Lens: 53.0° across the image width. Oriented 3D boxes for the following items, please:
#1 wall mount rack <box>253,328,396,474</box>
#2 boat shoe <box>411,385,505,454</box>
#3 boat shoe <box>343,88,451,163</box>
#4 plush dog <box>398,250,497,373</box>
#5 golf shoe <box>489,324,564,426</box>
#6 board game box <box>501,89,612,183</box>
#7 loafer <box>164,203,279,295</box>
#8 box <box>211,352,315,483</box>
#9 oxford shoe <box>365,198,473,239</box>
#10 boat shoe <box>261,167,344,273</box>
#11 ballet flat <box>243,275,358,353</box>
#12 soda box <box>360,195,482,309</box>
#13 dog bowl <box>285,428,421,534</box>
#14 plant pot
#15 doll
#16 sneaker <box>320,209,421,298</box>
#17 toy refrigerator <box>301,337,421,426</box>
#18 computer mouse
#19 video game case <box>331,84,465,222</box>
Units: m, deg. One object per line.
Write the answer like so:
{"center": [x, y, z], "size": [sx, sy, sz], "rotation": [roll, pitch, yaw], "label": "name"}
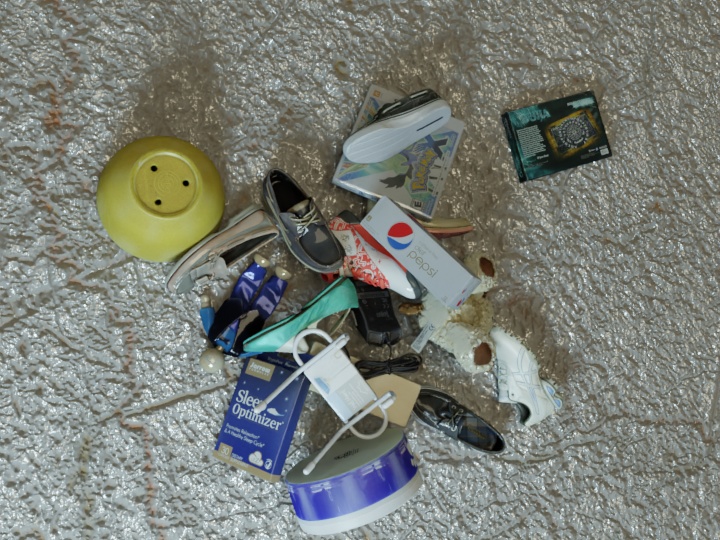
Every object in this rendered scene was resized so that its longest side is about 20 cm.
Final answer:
{"center": [-0.051, 0.192, 1.072], "size": [0.174, 0.075, 0.200], "rotation": [-38, 94, -1], "label": "wall mount rack"}
{"center": [0.168, 0.263, 1.252], "size": [0.200, 0.066, 0.070], "rotation": [36, 76, -13], "label": "boat shoe"}
{"center": [0.053, -0.243, 1.211], "size": [0.199, 0.072, 0.071], "rotation": [-25, 56, -15], "label": "boat shoe"}
{"center": [0.170, 0.082, 1.227], "size": [0.172, 0.160, 0.201], "rotation": [27, 62, -55], "label": "plush dog"}
{"center": [0.276, 0.190, 1.290], "size": [0.097, 0.078, 0.200], "rotation": [-39, 97, -10], "label": "golf shoe"}
{"center": [0.375, -0.257, 1.373], "size": [0.199, 0.028, 0.136], "rotation": [-17, 91, -18], "label": "board game box"}
{"center": [-0.215, -0.025, 1.139], "size": [0.063, 0.072, 0.200], "rotation": [43, 71, 13], "label": "loafer"}
{"center": [-0.149, 0.215, 1.133], "size": [0.032, 0.121, 0.201], "rotation": [36, 70, -57], "label": "box"}
{"center": [0.104, -0.094, 1.255], "size": [0.199, 0.071, 0.074], "rotation": [2, 81, -19], "label": "oxford shoe"}
{"center": [-0.098, -0.081, 1.151], "size": [0.074, 0.073, 0.200], "rotation": [-36, 72, -13], "label": "boat shoe"}
{"center": [-0.085, 0.087, 1.128], "size": [0.200, 0.067, 0.071], "rotation": [-34, 89, -11], "label": "ballet flat"}
{"center": [0.095, -0.030, 1.140], "size": [0.200, 0.068, 0.064], "rotation": [44, 101, 22], "label": "soda box"}
{"center": [-0.011, 0.320, 1.113], "size": [0.199, 0.200, 0.079], "rotation": [-20, 91, -18], "label": "dog bowl"}
{"center": [-0.296, -0.117, 1.088], "size": [0.199, 0.142, 0.201], "rotation": [1, 87, -17], "label": "plant pot"}
{"center": [-0.196, 0.073, 1.157], "size": [0.136, 0.048, 0.201], "rotation": [31, 77, -3], "label": "doll"}
{"center": [0.000, 0.000, 1.189], "size": [0.108, 0.067, 0.201], "rotation": [-40, 71, -14], "label": "sneaker"}
{"center": [-0.008, 0.184, 1.201], "size": [0.199, 0.070, 0.076], "rotation": [24, 85, -14], "label": "toy refrigerator"}
{"center": [0.003, 0.097, 1.188], "size": [0.140, 0.046, 0.201], "rotation": [-9, 59, -30], "label": "computer mouse"}
{"center": [0.068, -0.204, 1.241], "size": [0.181, 0.022, 0.201], "rotation": [22, 71, -3], "label": "video game case"}
